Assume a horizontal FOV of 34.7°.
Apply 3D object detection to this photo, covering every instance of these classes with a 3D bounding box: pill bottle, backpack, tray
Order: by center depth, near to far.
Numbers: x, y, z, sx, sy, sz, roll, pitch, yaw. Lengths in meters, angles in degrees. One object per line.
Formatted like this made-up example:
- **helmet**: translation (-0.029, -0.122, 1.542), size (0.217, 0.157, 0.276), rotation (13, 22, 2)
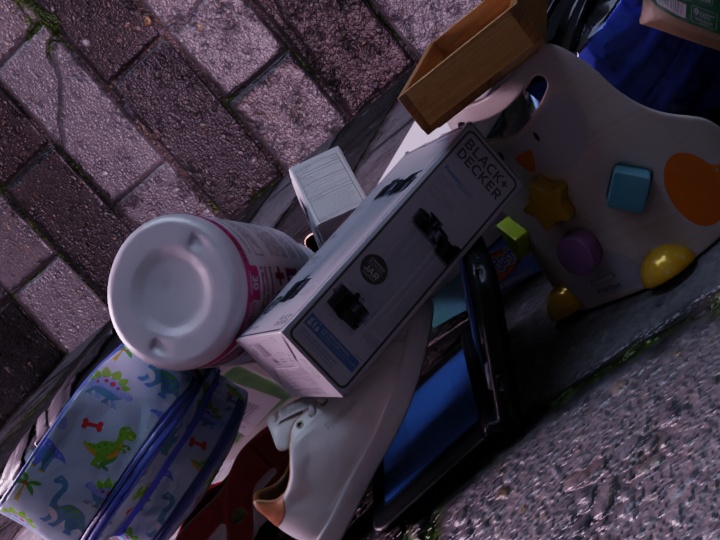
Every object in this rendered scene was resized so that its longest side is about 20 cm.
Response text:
- **tray**: translation (0.087, -0.163, 0.836), size (0.098, 0.037, 0.200), rotation (-37, 10, 20)
- **pill bottle**: translation (-0.101, 0.018, 0.916), size (0.113, 0.114, 0.200), rotation (-38, -13, 15)
- **backpack**: translation (-0.186, 0.139, 0.937), size (0.184, 0.146, 0.200), rotation (-55, 1, 16)
- **backpack**: translation (0.241, -0.198, 0.952), size (0.201, 0.167, 0.162), rotation (-53, 8, -9)

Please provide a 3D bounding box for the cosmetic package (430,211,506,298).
- **cosmetic package**: translation (0.082, -0.051, 1.085), size (0.151, 0.052, 0.200), rotation (-45, 12, 0)

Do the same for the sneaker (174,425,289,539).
- **sneaker**: translation (-0.092, 0.176, 0.991), size (0.200, 0.078, 0.116), rotation (-42, 13, -4)

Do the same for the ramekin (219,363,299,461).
- **ramekin**: translation (-0.130, 0.095, 1.116), size (0.200, 0.200, 0.098), rotation (-38, 47, 17)

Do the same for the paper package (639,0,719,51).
- **paper package**: translation (0.319, -0.227, 0.782), size (0.191, 0.199, 0.104), rotation (-47, -32, -23)

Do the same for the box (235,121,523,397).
- **box**: translation (0.012, -0.005, 0.803), size (0.200, 0.060, 0.116), rotation (-49, 12, -20)

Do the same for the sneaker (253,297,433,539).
- **sneaker**: translation (-0.016, 0.099, 0.823), size (0.073, 0.084, 0.201), rotation (-109, 45, -83)

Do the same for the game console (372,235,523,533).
- **game console**: translation (0.049, 0.064, 0.850), size (0.115, 0.178, 0.200), rotation (-11, 15, 3)

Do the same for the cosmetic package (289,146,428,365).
- **cosmetic package**: translation (0.000, 0.000, 0.977), size (0.050, 0.201, 0.083), rotation (-23, 43, -2)

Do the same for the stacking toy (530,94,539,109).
- **stacking toy**: translation (0.261, -0.174, 1.098), size (0.116, 0.110, 0.200), rotation (-35, 24, -18)

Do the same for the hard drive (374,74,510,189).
- **hard drive**: translation (0.072, -0.116, 0.992), size (0.201, 0.026, 0.132), rotation (-59, 18, 14)

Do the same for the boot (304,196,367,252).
- **boot**: translation (0.057, -0.085, 1.241), size (0.199, 0.069, 0.188), rotation (-8, -19, -47)

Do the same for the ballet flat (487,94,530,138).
- **ballet flat**: translation (0.118, -0.144, 1.054), size (0.072, 0.072, 0.200), rotation (-43, 17, -7)

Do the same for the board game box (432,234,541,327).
- **board game box**: translation (0.149, -0.041, 1.065), size (0.199, 0.045, 0.152), rotation (-33, 15, 42)

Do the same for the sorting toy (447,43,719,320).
- **sorting toy**: translation (0.148, -0.071, 0.835), size (0.200, 0.180, 0.107), rotation (-27, 18, 52)
